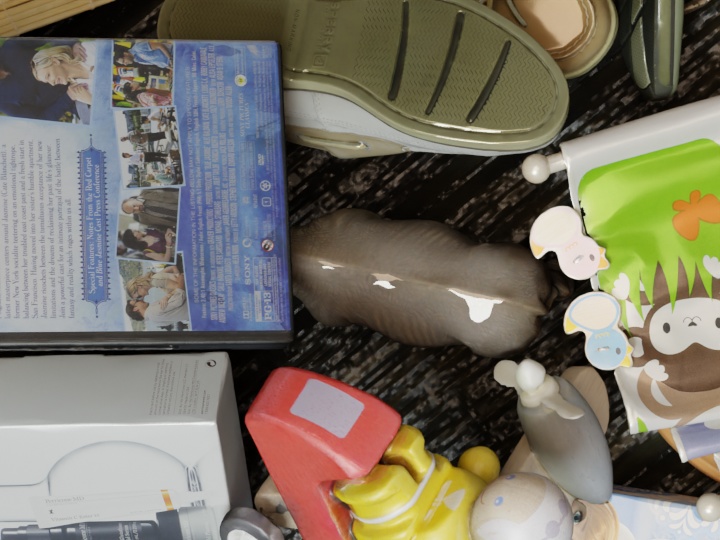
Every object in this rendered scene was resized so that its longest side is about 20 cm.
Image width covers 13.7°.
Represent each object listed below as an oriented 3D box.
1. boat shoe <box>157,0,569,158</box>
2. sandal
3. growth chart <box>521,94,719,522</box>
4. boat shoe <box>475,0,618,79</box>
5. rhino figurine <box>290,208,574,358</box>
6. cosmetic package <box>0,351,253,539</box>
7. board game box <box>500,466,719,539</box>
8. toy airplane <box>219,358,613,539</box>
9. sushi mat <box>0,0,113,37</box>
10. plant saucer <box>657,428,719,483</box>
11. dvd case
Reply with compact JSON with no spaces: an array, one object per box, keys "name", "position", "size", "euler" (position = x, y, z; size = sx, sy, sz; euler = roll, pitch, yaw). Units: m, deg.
[{"name":"boat shoe","position":[0.006,-0.092,1.420],"size":[0.200,0.068,0.075],"euler":[15,70,15]},{"name":"sandal","position":[0.164,-0.177,1.410],"size":[0.057,0.080,0.201],"euler":[13,93,-9]},{"name":"growth chart","position":[0.168,0.015,1.395],"size":[0.145,0.018,0.200],"euler":[-25,91,-5]},{"name":"boat shoe","position":[0.034,-0.159,1.428],"size":[0.200,0.063,0.073],"euler":[34,94,3]},{"name":"rhino figurine","position":[0.000,0.000,1.424],"size":[0.200,0.087,0.060],"euler":[11,92,6]},{"name":"cosmetic package","position":[-0.126,0.126,1.404],"size":[0.150,0.052,0.200],"euler":[0,132,8]},{"name":"board game box","position":[0.141,0.207,1.439],"size":[0.199,0.043,0.200],"euler":[8,92,5]},{"name":"toy airplane","position":[0.051,0.135,1.332],"size":[0.199,0.141,0.200],"euler":[2,70,-35]},{"name":"sushi mat","position":[-0.184,-0.153,1.421],"size":[0.200,0.012,0.096],"euler":[-22,88,-28]},{"name":"plant saucer","position":[0.219,0.015,1.428],"size":[0.200,0.037,0.201],"euler":[0,92,6]},{"name":"dvd case","position":[-0.130,-0.034,1.346],"size":[0.200,0.018,0.143],"euler":[0,78,-14]}]
